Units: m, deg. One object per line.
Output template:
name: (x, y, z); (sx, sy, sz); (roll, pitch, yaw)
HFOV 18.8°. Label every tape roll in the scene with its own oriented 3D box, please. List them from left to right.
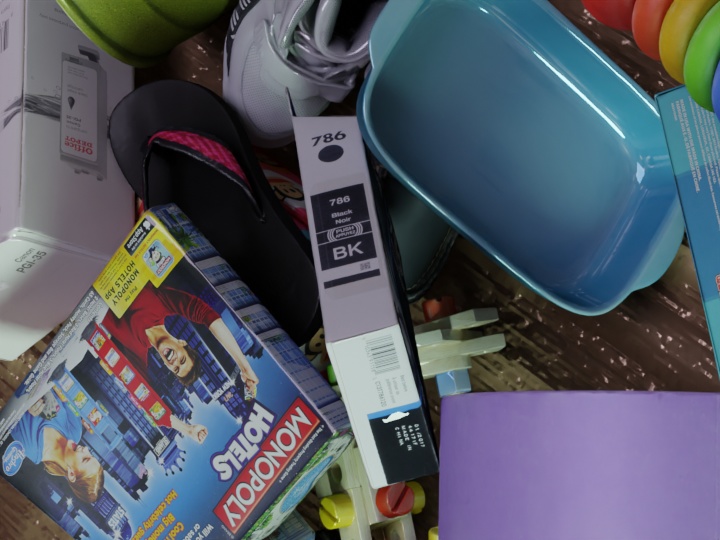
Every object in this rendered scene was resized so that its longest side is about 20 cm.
tape roll: (0.134, 0.101, 0.992); (0.199, 0.199, 0.086); (-2, 82, 36)

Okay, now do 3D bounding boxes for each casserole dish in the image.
casserole dish: (0.077, -0.064, 1.078); (0.122, 0.200, 0.039); (-57, 21, -18)

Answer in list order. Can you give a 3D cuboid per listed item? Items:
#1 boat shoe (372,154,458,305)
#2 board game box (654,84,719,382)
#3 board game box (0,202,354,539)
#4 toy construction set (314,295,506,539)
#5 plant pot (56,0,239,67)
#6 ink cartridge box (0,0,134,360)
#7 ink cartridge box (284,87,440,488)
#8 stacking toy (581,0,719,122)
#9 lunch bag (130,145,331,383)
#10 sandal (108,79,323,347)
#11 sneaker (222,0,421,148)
boat shoe: (0.042, -0.078, 1.155); (0.062, 0.074, 0.202); (11, 84, 67)
board game box: (0.249, -0.042, 1.020); (0.199, 0.047, 0.152); (-20, 72, 33)
board game box: (-0.081, 0.100, 1.134); (0.200, 0.062, 0.200); (49, 124, 12)
toy construction set: (0.022, 0.114, 1.139); (0.131, 0.091, 0.202); (-24, 61, 57)
plant pot: (-0.077, -0.243, 1.206); (0.192, 0.200, 0.202); (-22, 72, 20)
ink cartridge box: (-0.203, -0.067, 1.282); (0.146, 0.082, 0.202); (-34, 49, 43)
ink cartridge box: (0.000, 0.000, 1.059); (0.039, 0.100, 0.201); (-15, 41, 3)
stacking toy: (0.176, -0.107, 1.011); (0.200, 0.085, 0.086); (44, 110, 38)
lunch bag: (-0.094, 0.027, 1.240); (0.176, 0.082, 0.201); (37, 107, 33)
sandal: (-0.083, -0.038, 1.165); (0.075, 0.045, 0.200); (-56, 51, 22)
sneaker: (-0.024, -0.121, 1.140); (0.200, 0.075, 0.115); (-57, 16, 36)
